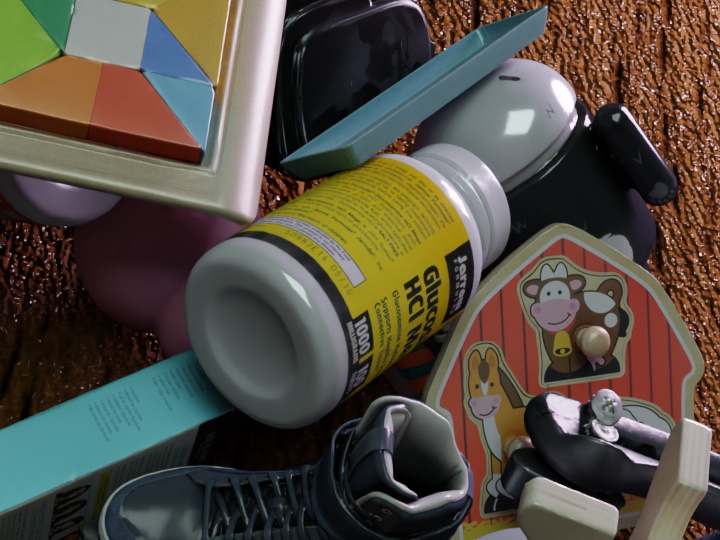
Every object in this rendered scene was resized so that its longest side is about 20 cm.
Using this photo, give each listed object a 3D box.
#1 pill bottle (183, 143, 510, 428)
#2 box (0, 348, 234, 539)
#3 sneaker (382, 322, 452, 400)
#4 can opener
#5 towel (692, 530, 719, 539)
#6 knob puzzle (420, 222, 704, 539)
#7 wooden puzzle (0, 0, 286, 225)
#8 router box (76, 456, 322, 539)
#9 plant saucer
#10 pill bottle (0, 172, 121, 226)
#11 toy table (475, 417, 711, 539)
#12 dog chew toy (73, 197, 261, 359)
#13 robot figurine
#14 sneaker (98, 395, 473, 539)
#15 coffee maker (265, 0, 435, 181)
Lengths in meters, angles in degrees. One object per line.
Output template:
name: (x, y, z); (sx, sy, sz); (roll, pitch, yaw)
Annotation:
pill bottle: (0.000, 0.000, 0.994); (0.112, 0.113, 0.200); (42, 46, 15)
box: (-0.176, 0.118, 0.993); (0.199, 0.083, 0.049); (-23, 67, -27)
sneaker: (0.049, 0.039, 1.105); (0.200, 0.080, 0.071); (40, 54, 14)
can opener: (0.185, 0.124, 1.041); (0.198, 0.079, 0.064); (16, 44, -15)
towel: (0.262, 0.248, 1.037); (0.111, 0.049, 0.201); (-14, 60, -23)
knob puzzle: (0.133, 0.072, 1.061); (0.217, 0.030, 0.222); (-2, 97, -19)
wooden puzzle: (-0.141, -0.129, 0.953); (0.198, 0.037, 0.187); (14, 58, -14)
router box: (-0.050, 0.196, 0.989); (0.198, 0.051, 0.150); (-13, 61, -24)
plant saucer: (0.039, -0.111, 1.055); (0.200, 0.070, 0.019); (-38, 108, -35)
pill bottle: (-0.237, -0.090, 1.049); (0.199, 0.115, 0.114); (7, 40, 43)
toy table: (0.155, 0.185, 0.942); (0.198, 0.118, 0.185); (12, 47, -12)
dog chew toy: (-0.088, 0.015, 1.070); (0.200, 0.125, 0.124); (45, 57, 7)
robot figurine: (0.119, -0.045, 1.125); (0.150, 0.125, 0.201); (-38, 113, -3)
sneaker: (-0.037, 0.120, 0.922); (0.200, 0.147, 0.078); (5, 58, -12)
coffee maker: (-0.081, -0.135, 1.125); (0.192, 0.135, 0.199); (-43, 41, -20)
